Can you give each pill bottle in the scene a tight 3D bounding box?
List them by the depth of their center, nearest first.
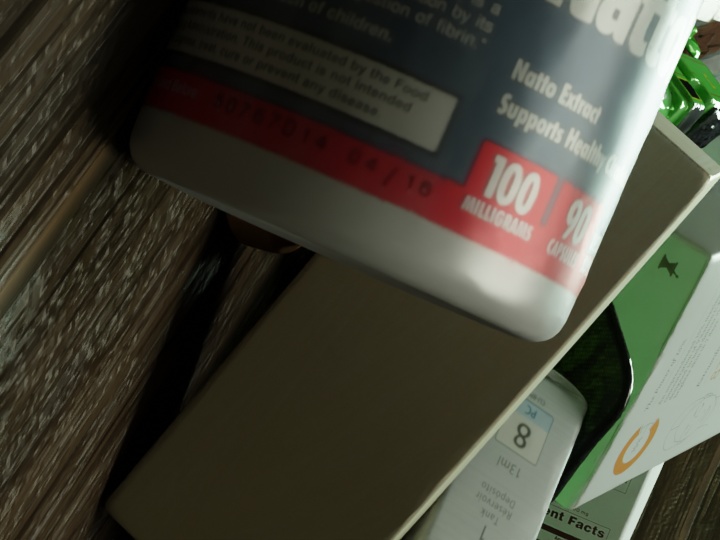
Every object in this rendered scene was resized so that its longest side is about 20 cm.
[{"bbox_3d":[0.033,-0.095,0.577,0.120,0.119,0.201,27,86,-81],"label":"pill bottle"}]

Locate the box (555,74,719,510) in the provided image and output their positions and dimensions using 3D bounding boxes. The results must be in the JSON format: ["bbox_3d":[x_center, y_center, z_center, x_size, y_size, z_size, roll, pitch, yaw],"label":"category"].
[{"bbox_3d":[0.126,0.002,0.977,0.200,0.097,0.125,-17,138,-55],"label":"box"}]

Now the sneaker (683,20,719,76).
[{"bbox_3d":[0.158,-0.067,1.143,0.199,0.080,0.071,-26,-163,15],"label":"sneaker"}]

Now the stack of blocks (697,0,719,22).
[{"bbox_3d":[0.108,-0.145,0.724,0.115,0.059,0.200,-54,166,13],"label":"stack of blocks"}]

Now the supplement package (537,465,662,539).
[{"bbox_3d":[0.069,0.103,1.163,0.191,0.147,0.201,-34,146,-73],"label":"supplement package"}]

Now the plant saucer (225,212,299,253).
[{"bbox_3d":[0.016,-0.095,0.734,0.200,0.037,0.201,24,90,-81],"label":"plant saucer"}]

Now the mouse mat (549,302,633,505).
[{"bbox_3d":[0.037,0.044,0.886,0.200,0.007,0.161,-56,-145,39],"label":"mouse mat"}]

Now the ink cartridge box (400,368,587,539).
[{"bbox_3d":[-0.014,0.128,0.812,0.160,0.047,0.201,-16,-134,56],"label":"ink cartridge box"}]

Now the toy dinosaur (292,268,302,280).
[{"bbox_3d":[0.000,0.000,0.846,0.088,0.047,0.200,-51,-173,50],"label":"toy dinosaur"}]

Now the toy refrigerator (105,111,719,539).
[{"bbox_3d":[0.018,0.021,0.720,0.200,0.076,0.070,-50,173,12],"label":"toy refrigerator"}]

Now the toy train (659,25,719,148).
[{"bbox_3d":[0.096,-0.072,0.842,0.042,0.057,0.200,-38,167,17],"label":"toy train"}]
